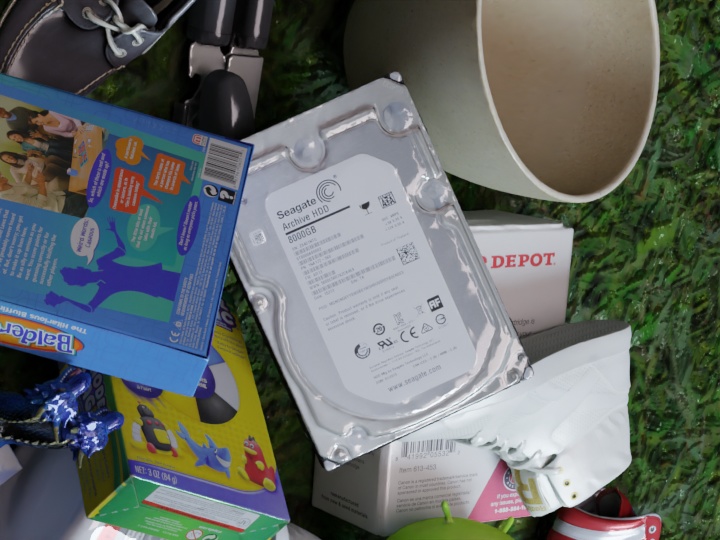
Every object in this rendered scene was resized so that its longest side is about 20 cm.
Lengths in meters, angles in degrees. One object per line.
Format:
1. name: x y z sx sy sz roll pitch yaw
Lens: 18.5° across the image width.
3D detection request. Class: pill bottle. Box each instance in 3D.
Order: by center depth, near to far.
1. pill bottle: -0.116 0.168 1.334 0.200 0.116 0.116 32 80 -36

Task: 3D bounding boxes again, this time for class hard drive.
1. hard drive: 0.000 0.000 1.303 0.140 0.038 0.200 -24 91 -6

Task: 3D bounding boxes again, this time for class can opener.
1. can opener: -0.070 -0.148 1.334 0.053 0.067 0.200 0 105 -37

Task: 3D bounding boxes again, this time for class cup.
1. cup: 0.075 -0.139 1.382 0.200 0.143 0.200 4 85 -51

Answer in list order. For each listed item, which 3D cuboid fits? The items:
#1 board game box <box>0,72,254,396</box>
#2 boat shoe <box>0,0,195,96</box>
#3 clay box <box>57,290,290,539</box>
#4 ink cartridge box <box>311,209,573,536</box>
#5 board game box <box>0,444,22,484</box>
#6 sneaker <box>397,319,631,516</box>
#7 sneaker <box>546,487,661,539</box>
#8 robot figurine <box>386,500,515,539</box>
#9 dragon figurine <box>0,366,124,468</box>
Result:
1. board game box: -0.169 -0.028 1.203 0.200 0.045 0.152 17 53 -8
2. boat shoe: -0.140 -0.157 1.264 0.200 0.063 0.073 -45 113 -4
3. clay box: -0.116 0.064 1.277 0.115 0.200 0.048 21 129 -38
4. ink cartridge box: 0.054 0.062 1.457 0.145 0.084 0.200 -3 102 -36
5. board game box: -0.298 0.076 1.233 0.151 0.037 0.200 -39 120 -24
6. sneaker: 0.099 0.108 1.400 0.200 0.074 0.116 -14 104 -33
7. sneaker: 0.209 0.224 1.611 0.200 0.071 0.113 18 92 -35
8. robot figurine: 0.049 0.245 1.378 0.175 0.116 0.200 22 82 -53
9. dragon figurine: -0.229 0.098 1.183 0.200 0.099 0.059 -24 113 -12
